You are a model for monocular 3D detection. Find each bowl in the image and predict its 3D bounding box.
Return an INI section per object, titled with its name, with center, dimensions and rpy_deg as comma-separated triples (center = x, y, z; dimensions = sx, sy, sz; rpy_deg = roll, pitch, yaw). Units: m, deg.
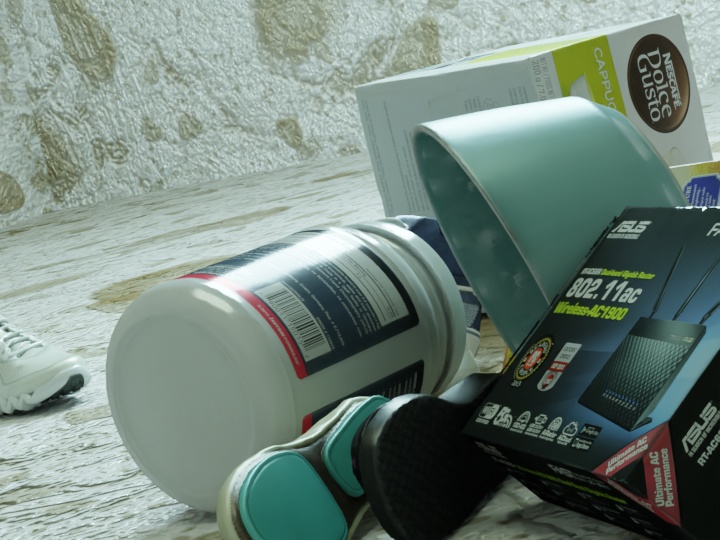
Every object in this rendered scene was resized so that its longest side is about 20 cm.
[bowl]
center = 0.123, -0.017, 1.169
dimensions = 0.105, 0.201, 0.201
rpy_deg = -29, 10, -7

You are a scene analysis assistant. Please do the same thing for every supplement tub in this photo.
[supplement tub]
center = -0.042, 0.052, 1.249
dimensions = 0.140, 0.140, 0.200
rpy_deg = -7, 9, 39

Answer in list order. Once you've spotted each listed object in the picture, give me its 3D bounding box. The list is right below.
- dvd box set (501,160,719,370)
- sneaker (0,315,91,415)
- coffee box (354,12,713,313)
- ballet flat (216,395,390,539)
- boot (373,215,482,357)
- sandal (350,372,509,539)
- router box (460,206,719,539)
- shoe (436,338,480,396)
[dvd box set]
center = 0.181, 0.007, 1.242
dimensions = 0.200, 0.146, 0.029
rpy_deg = -8, -30, 40
[sneaker]
center = -0.303, 0.078, 1.764
dimensions = 0.075, 0.081, 0.200
rpy_deg = -18, 10, -40
[coffee box]
center = 0.151, -0.084, 1.686
dimensions = 0.198, 0.200, 0.200
rpy_deg = -20, 9, -42
[ballet flat]
center = -0.033, 0.121, 1.072
dimensions = 0.069, 0.070, 0.200
rpy_deg = -10, 7, 27
[boot]
center = 0.000, 0.000, 1.435
dimensions = 0.200, 0.090, 0.073
rpy_deg = 17, -16, -33
[sandal]
center = 0.032, 0.097, 1.066
dimensions = 0.048, 0.075, 0.200
rpy_deg = -4, 1, 22
[router box]
center = 0.145, 0.045, 0.976
dimensions = 0.150, 0.062, 0.200
rpy_deg = -53, 16, -10
[shoe]
center = 0.012, 0.063, 1.404
dimensions = 0.070, 0.053, 0.200
rpy_deg = -19, 9, -36
